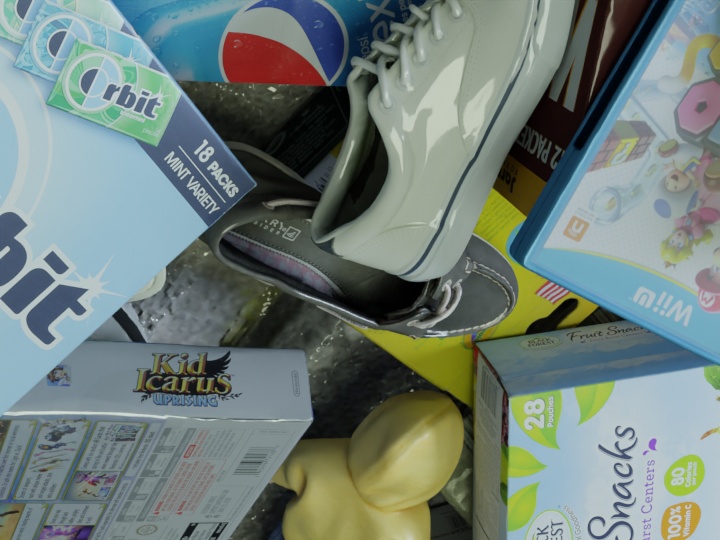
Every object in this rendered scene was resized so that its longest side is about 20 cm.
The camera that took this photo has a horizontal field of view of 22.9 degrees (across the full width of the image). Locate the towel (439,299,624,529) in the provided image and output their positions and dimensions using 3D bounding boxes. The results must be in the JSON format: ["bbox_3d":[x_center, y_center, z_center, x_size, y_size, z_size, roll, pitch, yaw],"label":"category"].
[{"bbox_3d":[0.155,0.109,1.047,0.192,0.035,0.200,-38,113,5],"label":"towel"}]

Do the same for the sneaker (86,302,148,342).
[{"bbox_3d":[-0.177,0.024,0.879,0.074,0.080,0.200,-41,129,13],"label":"sneaker"}]

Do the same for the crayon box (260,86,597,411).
[{"bbox_3d":[0.038,-0.019,0.933,0.127,0.051,0.200,-42,127,15],"label":"crayon box"}]

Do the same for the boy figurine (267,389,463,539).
[{"bbox_3d":[-0.007,0.139,1.007,0.064,0.124,0.201,-31,155,-51],"label":"boy figurine"}]

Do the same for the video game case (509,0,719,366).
[{"bbox_3d":[0.169,-0.063,0.750,0.142,0.018,0.201,25,101,-26],"label":"video game case"}]

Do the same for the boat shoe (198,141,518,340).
[{"bbox_3d":[0.000,0.000,0.865,0.199,0.057,0.067,22,117,-30],"label":"boat shoe"}]

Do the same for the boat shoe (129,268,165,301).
[{"bbox_3d":[-0.152,-0.063,0.827,0.072,0.062,0.200,-20,131,25],"label":"boat shoe"}]

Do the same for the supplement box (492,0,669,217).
[{"bbox_3d":[0.169,-0.121,0.812,0.196,0.133,0.202,3,110,-20],"label":"supplement box"}]

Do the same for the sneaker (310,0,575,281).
[{"bbox_3d":[0.034,-0.084,0.770,0.070,0.073,0.201,5,116,-30],"label":"sneaker"}]

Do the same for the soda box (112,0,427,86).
[{"bbox_3d":[-0.043,-0.128,0.811,0.198,0.068,0.065,-1,126,-18],"label":"soda box"}]

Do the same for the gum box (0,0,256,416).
[{"bbox_3d":[-0.167,-0.031,0.739,0.200,0.045,0.170,-42,128,-6],"label":"gum box"}]

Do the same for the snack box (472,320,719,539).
[{"bbox_3d":[0.148,0.128,0.988,0.167,0.068,0.201,-7,117,-12],"label":"snack box"}]

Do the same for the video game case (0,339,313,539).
[{"bbox_3d":[-0.139,0.097,0.921,0.180,0.046,0.200,2,151,-20],"label":"video game case"}]

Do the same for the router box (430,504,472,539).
[{"bbox_3d":[0.107,0.217,1.139,0.198,0.049,0.180,-14,129,-8],"label":"router box"}]
